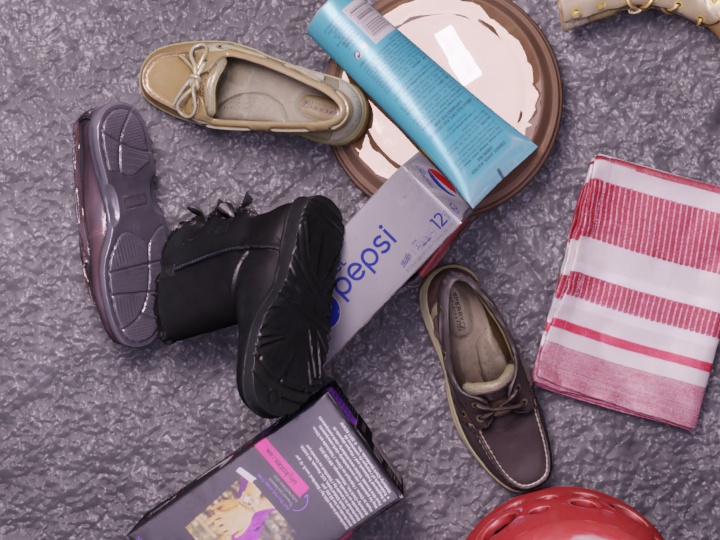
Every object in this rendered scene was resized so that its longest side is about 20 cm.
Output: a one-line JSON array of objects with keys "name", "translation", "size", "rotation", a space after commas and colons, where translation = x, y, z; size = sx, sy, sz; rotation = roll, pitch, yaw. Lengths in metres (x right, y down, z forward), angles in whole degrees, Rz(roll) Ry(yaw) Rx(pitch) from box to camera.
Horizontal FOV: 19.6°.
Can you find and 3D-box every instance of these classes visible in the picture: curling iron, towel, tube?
[{"name": "curling iron", "translation": [0.088, -0.065, 1.716], "size": [0.050, 0.026, 0.200], "rotation": [43, 91, -2]}, {"name": "towel", "translation": [0.233, 0.017, 1.714], "size": [0.143, 0.023, 0.201], "rotation": [15, 91, 1]}, {"name": "tube", "translation": [0.045, -0.143, 1.667], "size": [0.200, 0.050, 0.077], "rotation": [44, 76, 8]}]

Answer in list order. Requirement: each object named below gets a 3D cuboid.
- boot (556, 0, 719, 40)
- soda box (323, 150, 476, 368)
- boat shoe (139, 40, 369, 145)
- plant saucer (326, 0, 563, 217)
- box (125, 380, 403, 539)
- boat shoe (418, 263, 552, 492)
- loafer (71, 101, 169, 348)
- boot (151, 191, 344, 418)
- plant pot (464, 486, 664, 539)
[{"name": "boot", "translation": [0.239, -0.216, 1.686], "size": [0.155, 0.073, 0.201], "rotation": [-22, 88, 2]}, {"name": "soda box", "translation": [0.000, 0.000, 1.673], "size": [0.068, 0.063, 0.200], "rotation": [43, 110, 2]}, {"name": "boat shoe", "translation": [-0.093, -0.145, 1.688], "size": [0.200, 0.063, 0.074], "rotation": [17, 92, 17]}, {"name": "plant saucer", "translation": [0.066, -0.141, 1.701], "size": [0.199, 0.029, 0.201], "rotation": [-1, 82, 8]}, {"name": "box", "translation": [-0.074, 0.191, 1.675], "size": [0.200, 0.122, 0.106], "rotation": [-35, 90, 2]}, {"name": "boat shoe", "translation": [0.102, 0.092, 1.693], "size": [0.073, 0.065, 0.201], "rotation": [-26, 95, -2]}, {"name": "loafer", "translation": [-0.201, -0.037, 1.718], "size": [0.072, 0.063, 0.201], "rotation": [-7, 92, -40]}, {"name": "boot", "translation": [-0.100, 0.030, 1.641], "size": [0.162, 0.073, 0.199], "rotation": [-10, 57, 41]}, {"name": "plant pot", "translation": [0.166, 0.281, 1.641], "size": [0.199, 0.183, 0.202], "rotation": [0, 93, 1]}]
